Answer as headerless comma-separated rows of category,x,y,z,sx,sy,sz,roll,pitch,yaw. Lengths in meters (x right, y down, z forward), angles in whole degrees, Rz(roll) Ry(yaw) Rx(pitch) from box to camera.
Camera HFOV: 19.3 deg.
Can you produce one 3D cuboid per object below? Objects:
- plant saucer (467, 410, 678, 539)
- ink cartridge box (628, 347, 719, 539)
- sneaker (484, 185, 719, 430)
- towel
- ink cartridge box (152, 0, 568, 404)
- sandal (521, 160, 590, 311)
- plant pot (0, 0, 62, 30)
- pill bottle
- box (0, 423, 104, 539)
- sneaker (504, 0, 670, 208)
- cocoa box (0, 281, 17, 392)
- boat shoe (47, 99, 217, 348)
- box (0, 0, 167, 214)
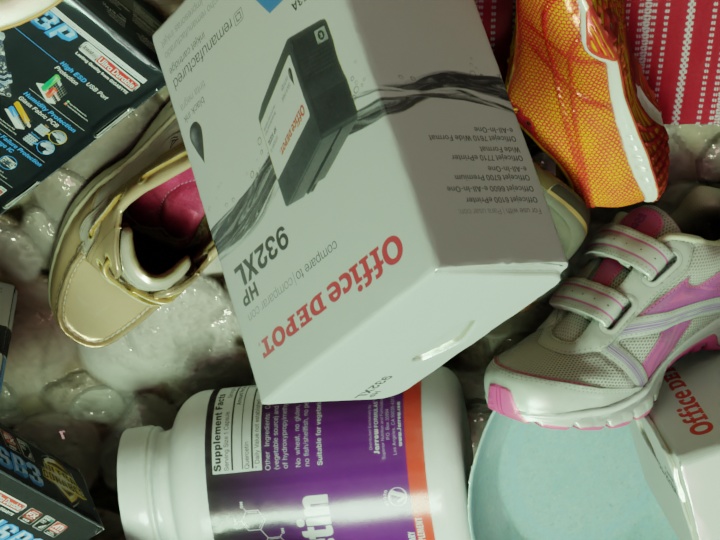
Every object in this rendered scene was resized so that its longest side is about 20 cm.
plant saucer,0.140,0.109,1.222,0.200,0.039,0.202,-9,111,-25
ink cartridge box,0.250,0.078,1.127,0.199,0.144,0.084,-16,110,-1
sneaker,0.139,0.014,1.117,0.081,0.199,0.089,18,128,46
towel,0.106,-0.132,1.056,0.198,0.023,0.145,-1,133,0
ink cartridge box,-0.006,-0.058,0.979,0.083,0.201,0.145,-2,155,-40
sandal,0.063,-0.004,1.106,0.081,0.055,0.200,25,154,-3
plant pot,-0.166,-0.188,0.863,0.199,0.184,0.201,-6,120,-10
pill bottle,-0.035,0.120,1.224,0.198,0.113,0.113,-7,132,7
box,-0.263,0.140,1.072,0.198,0.050,0.200,-37,146,8
sneaker,0.095,-0.103,1.021,0.077,0.073,0.201,-6,130,18
cocoa box,-0.285,0.105,1.199,0.132,0.132,0.201,15,131,-13
boat shoe,-0.112,-0.019,1.127,0.073,0.069,0.200,23,128,-20
box,-0.214,-0.123,1.049,0.159,0.046,0.200,-35,124,27
